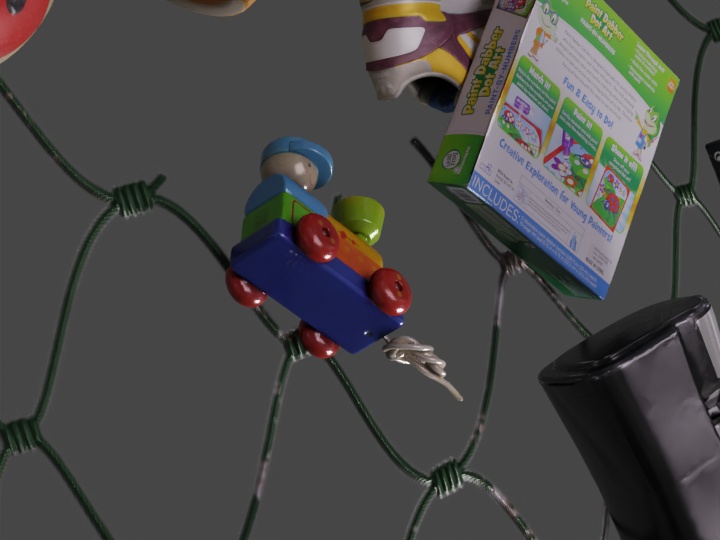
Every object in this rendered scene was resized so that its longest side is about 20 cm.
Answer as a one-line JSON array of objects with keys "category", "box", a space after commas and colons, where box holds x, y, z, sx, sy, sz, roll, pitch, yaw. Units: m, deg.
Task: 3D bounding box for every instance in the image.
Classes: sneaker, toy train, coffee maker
[{"category": "sneaker", "box": [0.077, -0.163, 1.665, 0.199, 0.075, 0.091, -1, 87, -41]}, {"category": "toy train", "box": [0.000, 0.000, 1.519, 0.200, 0.084, 0.116, 36, 39, -31]}, {"category": "coffee maker", "box": [0.224, 0.144, 1.647, 0.192, 0.134, 0.201, -36, 101, -45]}]

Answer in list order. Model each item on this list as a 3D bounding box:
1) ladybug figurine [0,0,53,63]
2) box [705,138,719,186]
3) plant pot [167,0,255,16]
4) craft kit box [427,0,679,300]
[{"category": "ladybug figurine", "box": [-0.252, -0.185, 1.327, 0.200, 0.072, 0.136, -32, 99, -46]}, {"category": "box", "box": [0.409, -0.077, 1.961, 0.200, 0.079, 0.142, -23, 95, -47]}, {"category": "plant pot", "box": [-0.084, -0.278, 1.462, 0.200, 0.200, 0.184, 41, 65, -28]}, {"category": "craft kit box", "box": [0.151, -0.108, 1.670, 0.200, 0.048, 0.198, 37, 70, -44]}]
